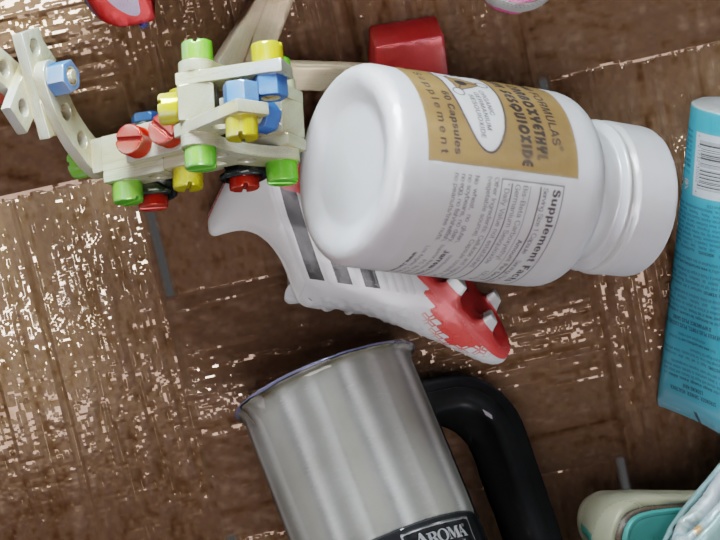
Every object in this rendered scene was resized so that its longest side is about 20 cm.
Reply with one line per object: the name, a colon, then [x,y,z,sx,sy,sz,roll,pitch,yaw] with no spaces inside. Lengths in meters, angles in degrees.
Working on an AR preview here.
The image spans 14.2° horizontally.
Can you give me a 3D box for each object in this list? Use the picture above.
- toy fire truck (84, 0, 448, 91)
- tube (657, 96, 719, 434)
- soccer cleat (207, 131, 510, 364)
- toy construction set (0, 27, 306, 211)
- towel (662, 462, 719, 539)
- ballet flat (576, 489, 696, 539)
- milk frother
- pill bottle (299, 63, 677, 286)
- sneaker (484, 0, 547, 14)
toy fire truck: [-0.058,-0.155,1.657,0.199,0.049,0.142,-12,111,0]
tube: [0.213,-0.002,1.726,0.050,0.077,0.201,-5,108,-30]
soccer cleat: [0.000,0.000,1.709,0.200,0.069,0.085,38,110,-12]
toy construction set: [-0.114,-0.083,1.625,0.199,0.131,0.093,6,85,28]
towel: [0.287,0.163,1.750,0.200,0.048,0.171,-46,109,-23]
ballet flat: [0.219,0.160,1.775,0.199,0.069,0.070,6,109,-30]
milk frother: [0.002,0.166,1.734,0.200,0.180,0.189,-32,72,35]
pill bottle: [0.076,-0.050,1.647,0.199,0.114,0.115,6,109,-30]
sneaker: [0.104,-0.238,1.622,0.081,0.088,0.201,10,108,-8]
